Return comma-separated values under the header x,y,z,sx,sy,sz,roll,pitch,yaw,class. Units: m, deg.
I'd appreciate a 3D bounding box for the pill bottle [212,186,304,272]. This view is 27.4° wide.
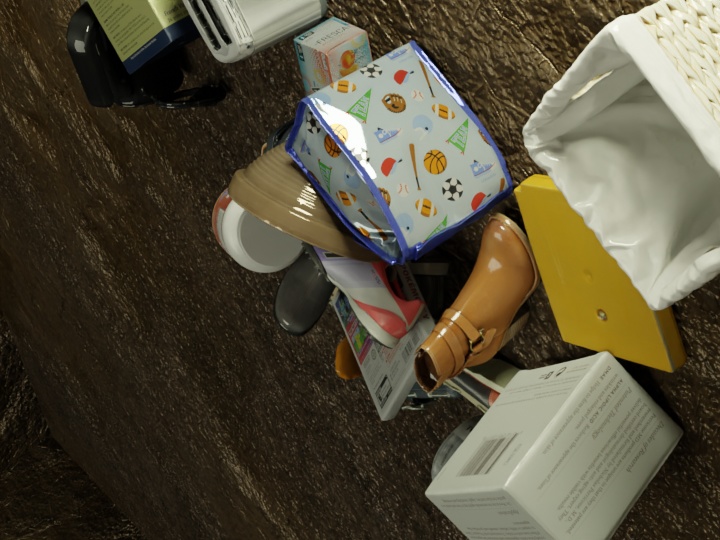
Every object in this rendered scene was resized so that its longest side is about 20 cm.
x,y,z,sx,sy,sz,roll,pitch,yaw,class
-0.126,-0.057,1.890,0.113,0.112,0.200,62,172,-11,pill bottle

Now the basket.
x,y,z,sx,sy,sz,roll,pitch,yaw,class
0.269,-0.110,1.188,0.200,0.160,0.198,53,156,8,basket

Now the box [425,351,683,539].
x,y,z,sx,sy,sz,roll,pitch,yaw,class
0.209,0.211,1.616,0.131,0.200,0.199,45,157,-10,box

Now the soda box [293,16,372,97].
x,y,z,sx,sy,sz,roll,pitch,yaw,class
-0.018,-0.193,1.753,0.068,0.063,0.201,31,144,43,soda box

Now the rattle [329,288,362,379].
x,y,z,sx,sy,sz,roll,pitch,yaw,class
-0.029,0.076,2.021,0.200,0.143,0.130,27,161,39,rattle

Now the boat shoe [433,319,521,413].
x,y,z,sx,sy,sz,roll,pitch,yaw,class
0.130,0.125,1.838,0.200,0.071,0.063,32,131,32,boat shoe

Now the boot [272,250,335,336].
x,y,z,sx,sy,sz,roll,pitch,yaw,class
-0.044,-0.022,1.855,0.070,0.201,0.132,27,158,-2,boot

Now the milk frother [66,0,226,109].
x,y,z,sx,sy,sz,roll,pitch,yaw,class
-0.294,-0.323,2.073,0.199,0.181,0.189,-2,130,13,milk frother

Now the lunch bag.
x,y,z,sx,sy,sz,roll,pitch,yaw,class
0.044,-0.117,1.595,0.200,0.170,0.124,49,153,15,lunch bag

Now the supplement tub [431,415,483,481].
x,y,z,sx,sy,sz,roll,pitch,yaw,class
0.194,0.281,1.852,0.200,0.122,0.123,36,148,39,supplement tub

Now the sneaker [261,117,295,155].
x,y,z,sx,sy,sz,roll,pitch,yaw,class
-0.082,-0.159,1.900,0.079,0.078,0.200,48,157,7,sneaker

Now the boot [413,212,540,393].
x,y,z,sx,sy,sz,roll,pitch,yaw,class
0.124,0.043,1.654,0.074,0.154,0.201,37,149,36,boot

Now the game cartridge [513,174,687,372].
x,y,z,sx,sy,sz,roll,pitch,yaw,class
0.246,-0.001,1.529,0.176,0.032,0.201,16,131,56,game cartridge

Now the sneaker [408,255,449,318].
x,y,z,sx,sy,sz,roll,pitch,yaw,class
0.048,0.032,1.866,0.200,0.066,0.091,-8,82,63,sneaker

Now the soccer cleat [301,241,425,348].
x,y,z,sx,sy,sz,roll,pitch,yaw,class
0.000,0.000,1.744,0.200,0.073,0.068,52,-166,28,soccer cleat

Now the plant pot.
x,y,z,sx,sy,sz,roll,pitch,yaw,class
-0.045,-0.093,1.697,0.201,0.200,0.093,36,106,40,plant pot

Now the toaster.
x,y,z,sx,sy,sz,roll,pitch,yaw,class
-0.131,-0.330,1.724,0.201,0.129,0.113,63,156,-12,toaster

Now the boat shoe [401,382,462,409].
x,y,z,sx,sy,sz,roll,pitch,yaw,class
0.083,0.152,1.973,0.200,0.075,0.062,-21,89,57,boat shoe

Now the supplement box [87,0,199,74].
x,y,z,sx,sy,sz,roll,pitch,yaw,class
-0.269,-0.389,1.907,0.200,0.134,0.200,60,156,-8,supplement box

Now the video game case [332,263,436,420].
x,y,z,sx,sy,sz,roll,pitch,yaw,class
0.029,0.060,1.824,0.183,0.023,0.200,66,153,26,video game case
